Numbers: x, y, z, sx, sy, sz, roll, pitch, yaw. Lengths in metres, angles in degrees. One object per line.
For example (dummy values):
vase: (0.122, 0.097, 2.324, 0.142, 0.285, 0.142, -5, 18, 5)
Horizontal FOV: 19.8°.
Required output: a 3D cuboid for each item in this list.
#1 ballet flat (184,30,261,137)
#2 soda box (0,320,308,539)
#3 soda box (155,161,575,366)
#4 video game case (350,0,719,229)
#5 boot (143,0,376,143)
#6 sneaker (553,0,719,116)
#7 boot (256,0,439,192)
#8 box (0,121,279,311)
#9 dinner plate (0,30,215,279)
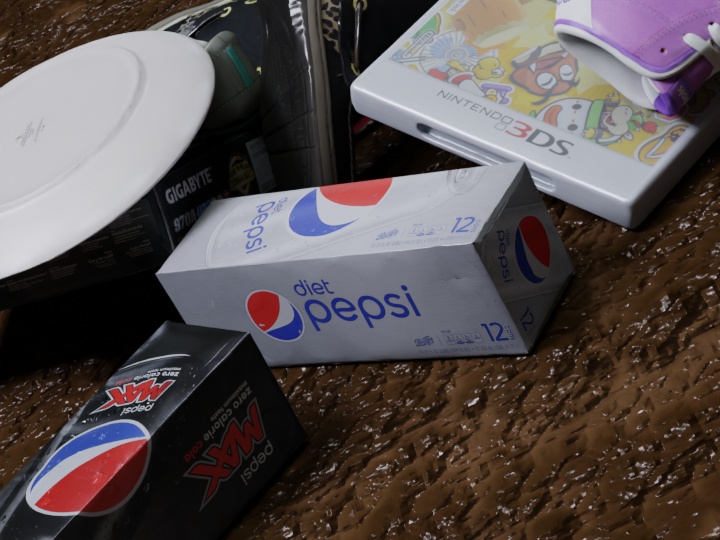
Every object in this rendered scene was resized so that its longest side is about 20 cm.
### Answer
ballet flat: (-0.141, -0.104, 1.209, 0.199, 0.064, 0.067, -8, 29, 37)
soda box: (-0.116, 0.113, 0.929, 0.063, 0.071, 0.200, 5, 44, 45)
soda box: (0.000, 0.000, 1.010, 0.199, 0.068, 0.064, -6, 36, 38)
video game case: (0.124, -0.120, 1.078, 0.181, 0.023, 0.200, 26, 57, 33)
boot: (-0.070, -0.110, 1.250, 0.203, 0.074, 0.154, -35, 32, -5)
sneaker: (0.193, -0.118, 1.008, 0.199, 0.073, 0.115, 12, 71, 16)
boot: (0.020, -0.122, 1.150, 0.150, 0.202, 0.073, -2, -11, -26)
box: (-0.158, -0.022, 1.160, 0.199, 0.046, 0.159, -15, 9, 25)
dinner plate: (-0.170, -0.069, 1.108, 0.199, 0.024, 0.201, -23, 35, 16)
